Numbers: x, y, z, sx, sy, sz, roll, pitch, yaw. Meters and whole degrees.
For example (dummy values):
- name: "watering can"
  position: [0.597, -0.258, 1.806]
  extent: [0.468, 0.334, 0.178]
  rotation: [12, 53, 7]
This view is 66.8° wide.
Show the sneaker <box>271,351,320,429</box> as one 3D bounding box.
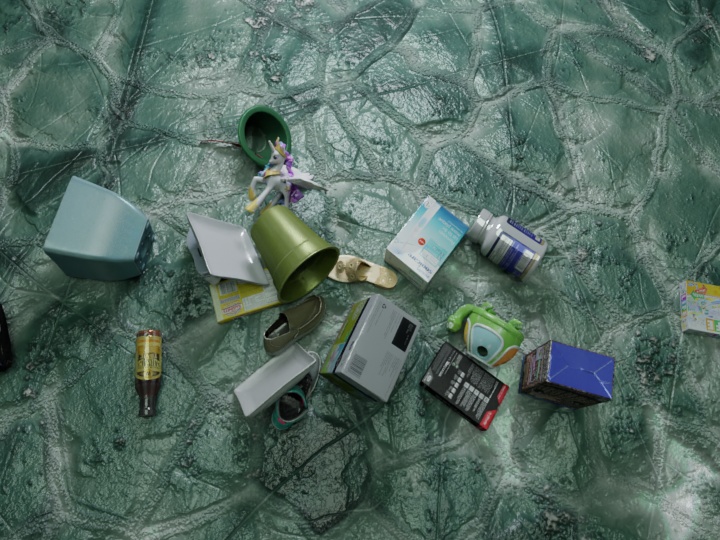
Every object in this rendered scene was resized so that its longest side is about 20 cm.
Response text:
- name: "sneaker"
  position: [-0.148, 0.283, 1.306]
  extent: [0.082, 0.121, 0.204]
  rotation: [28, 71, -7]

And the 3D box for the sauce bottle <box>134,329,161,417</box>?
- name: "sauce bottle"
  position: [-0.517, 0.250, 1.334]
  extent: [0.064, 0.066, 0.207]
  rotation: [-7, 71, -6]

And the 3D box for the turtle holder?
- name: "turtle holder"
  position: [0.314, 0.159, 1.377]
  extent: [0.182, 0.141, 0.134]
  rotation: [31, 88, -2]

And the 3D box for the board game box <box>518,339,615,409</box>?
- name: "board game box"
  position: [0.491, 0.256, 1.317]
  extent: [0.154, 0.201, 0.100]
  rotation: [15, 70, 3]

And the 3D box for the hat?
- name: "hat"
  position: [-0.322, -0.380, 1.596]
  extent: [0.199, 0.174, 0.169]
  rotation: [41, 65, -28]

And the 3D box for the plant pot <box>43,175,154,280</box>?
- name: "plant pot"
  position: [-0.640, -0.083, 1.385]
  extent: [0.193, 0.197, 0.202]
  rotation: [15, 69, -7]

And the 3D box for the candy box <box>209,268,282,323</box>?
- name: "candy box"
  position: [-0.290, 0.061, 1.434]
  extent: [0.193, 0.027, 0.105]
  rotation: [-16, 73, -9]

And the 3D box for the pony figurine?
- name: "pony figurine"
  position: [-0.204, -0.231, 1.474]
  extent: [0.166, 0.190, 0.205]
  rotation: [36, 101, 52]

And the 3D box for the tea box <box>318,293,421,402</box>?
- name: "tea box"
  position: [0.019, 0.189, 1.304]
  extent: [0.132, 0.196, 0.204]
  rotation: [32, 69, -11]

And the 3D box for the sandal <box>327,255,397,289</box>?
- name: "sandal"
  position: [0.001, -0.006, 1.452]
  extent: [0.204, 0.070, 0.080]
  rotation: [14, 69, 2]

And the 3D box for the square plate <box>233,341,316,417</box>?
- name: "square plate"
  position: [-0.203, 0.258, 1.297]
  extent: [0.196, 0.199, 0.029]
  rotation: [-38, 107, -14]

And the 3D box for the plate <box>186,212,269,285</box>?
- name: "plate"
  position: [-0.341, -0.046, 1.392]
  extent: [0.032, 0.197, 0.203]
  rotation: [-41, 61, 23]

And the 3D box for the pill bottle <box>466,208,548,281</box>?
- name: "pill bottle"
  position: [0.391, -0.074, 1.473]
  extent: [0.197, 0.120, 0.121]
  rotation: [35, 72, 9]

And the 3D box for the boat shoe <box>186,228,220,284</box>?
- name: "boat shoe"
  position: [-0.400, -0.040, 1.441]
  extent: [0.073, 0.087, 0.204]
  rotation: [-27, 49, -5]

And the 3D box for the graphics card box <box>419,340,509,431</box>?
- name: "graphics card box"
  position: [0.259, 0.289, 1.372]
  extent: [0.197, 0.051, 0.127]
  rotation: [34, 72, 8]

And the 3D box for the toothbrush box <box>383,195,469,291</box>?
- name: "toothbrush box"
  position: [0.177, -0.072, 1.479]
  extent: [0.145, 0.086, 0.201]
  rotation: [38, 74, 10]

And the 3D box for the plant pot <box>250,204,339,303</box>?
- name: "plant pot"
  position: [-0.184, -0.056, 1.397]
  extent: [0.198, 0.201, 0.191]
  rotation: [-37, 71, -15]

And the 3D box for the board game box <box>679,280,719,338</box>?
- name: "board game box"
  position: [0.973, 0.113, 1.485]
  extent: [0.193, 0.034, 0.139]
  rotation: [10, 70, 0]

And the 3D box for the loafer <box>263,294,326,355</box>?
- name: "loafer"
  position: [-0.167, 0.131, 1.385]
  extent: [0.199, 0.070, 0.075]
  rotation: [-43, 58, -16]

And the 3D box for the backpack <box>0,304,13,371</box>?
- name: "backpack"
  position: [-0.936, 0.138, 1.287]
  extent: [0.143, 0.184, 0.205]
  rotation: [-18, 67, -11]
